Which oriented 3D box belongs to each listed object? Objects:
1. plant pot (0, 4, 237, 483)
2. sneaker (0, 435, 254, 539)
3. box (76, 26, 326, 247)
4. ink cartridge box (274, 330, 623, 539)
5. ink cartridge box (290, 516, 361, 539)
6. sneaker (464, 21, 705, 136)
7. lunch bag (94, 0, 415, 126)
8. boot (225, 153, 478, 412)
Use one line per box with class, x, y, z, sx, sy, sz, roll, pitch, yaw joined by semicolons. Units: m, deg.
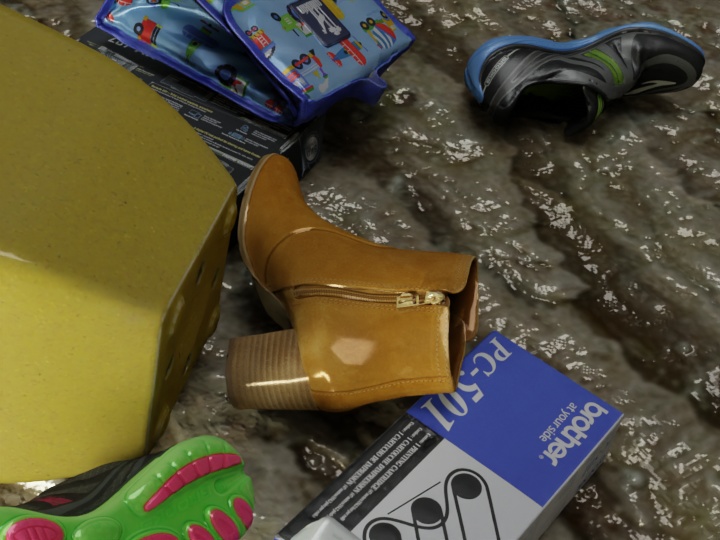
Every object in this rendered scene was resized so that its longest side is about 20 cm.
plant pot;-0.179;-0.003;0.648;0.199;0.195;0.196;19;42;4
sneaker;-0.141;0.137;0.571;0.199;0.084;0.077;-12;80;-42
box;-0.149;-0.095;0.856;0.199;0.044;0.160;24;44;16
ink cartridge box;0.050;0.120;0.651;0.094;0.044;0.200;33;47;23
ink cartridge box;-0.008;0.228;0.490;0.160;0.047;0.200;38;58;-3
sneaker;0.181;-0.145;0.958;0.198;0.071;0.083;-8;58;-16
lunch bag;-0.066;-0.181;0.891;0.200;0.094;0.150;38;41;11
boot;0.000;0.000;0.729;0.143;0.071;0.202;-8;48;12
